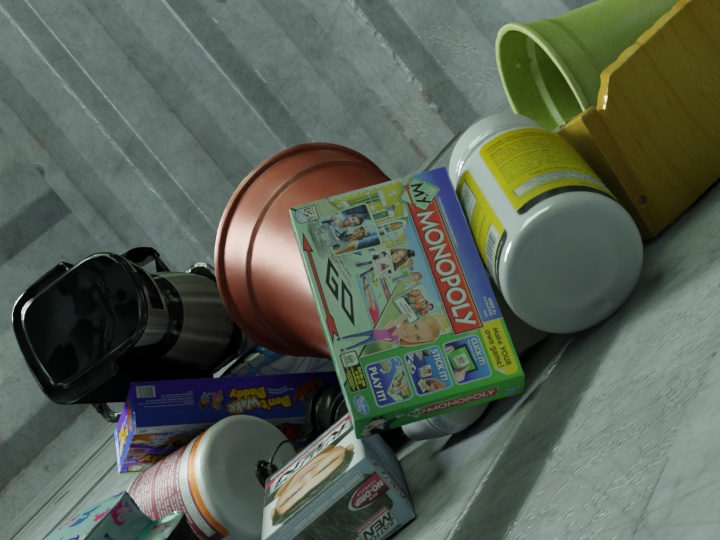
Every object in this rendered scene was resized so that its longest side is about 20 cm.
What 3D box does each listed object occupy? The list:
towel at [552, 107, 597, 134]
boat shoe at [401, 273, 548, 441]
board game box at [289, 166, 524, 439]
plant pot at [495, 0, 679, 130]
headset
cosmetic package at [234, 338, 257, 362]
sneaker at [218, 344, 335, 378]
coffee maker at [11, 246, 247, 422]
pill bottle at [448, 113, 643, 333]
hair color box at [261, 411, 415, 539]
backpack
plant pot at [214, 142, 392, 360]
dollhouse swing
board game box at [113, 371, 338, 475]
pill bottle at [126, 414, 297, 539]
[{"bbox_3d":[0.205,-0.093,1.493,0.199,0.036,0.149,-27,-32,-43],"label":"towel"},{"bbox_3d":[0.095,0.067,1.319,0.068,0.072,0.201,-34,18,48],"label":"boat shoe"},{"bbox_3d":[0.033,0.021,1.252,0.133,0.201,0.029,-16,-32,-5],"label":"board game box"},{"bbox_3d":[0.278,-0.221,1.784,0.183,0.202,0.200,-29,3,-12],"label":"plant pot"},{"bbox_3d":[-0.003,0.144,1.423,0.199,0.095,0.123,-26,4,-22],"label":"headset"},{"bbox_3d":[-0.033,0.056,1.710,0.165,0.165,0.200,-38,7,10],"label":"cosmetic package"},{"bbox_3d":[-0.064,0.098,1.580,0.199,0.087,0.075,-35,7,10],"label":"sneaker"},{"bbox_3d":[-0.227,0.075,1.523,0.193,0.134,0.200,-58,-24,9],"label":"coffee maker"},{"bbox_3d":[0.139,-0.045,1.287,0.114,0.114,0.200,-39,29,9],"label":"pill bottle"},{"bbox_3d":[-0.020,0.174,1.248,0.099,0.061,0.200,-40,6,2],"label":"hair color box"},{"bbox_3d":[-0.220,0.287,1.330,0.178,0.151,0.200,-46,3,-37],"label":"backpack"},{"bbox_3d":[0.000,0.000,1.420,0.200,0.202,0.195,-42,26,-14],"label":"plant pot"},{"bbox_3d":[0.254,-0.145,1.407,0.200,0.182,0.176,-42,25,-10],"label":"dollhouse swing"},{"bbox_3d":[-0.125,0.145,1.532,0.198,0.045,0.135,-2,-24,-17],"label":"board game box"},{"bbox_3d":[-0.149,0.218,1.488,0.200,0.114,0.114,-34,8,44],"label":"pill bottle"}]
